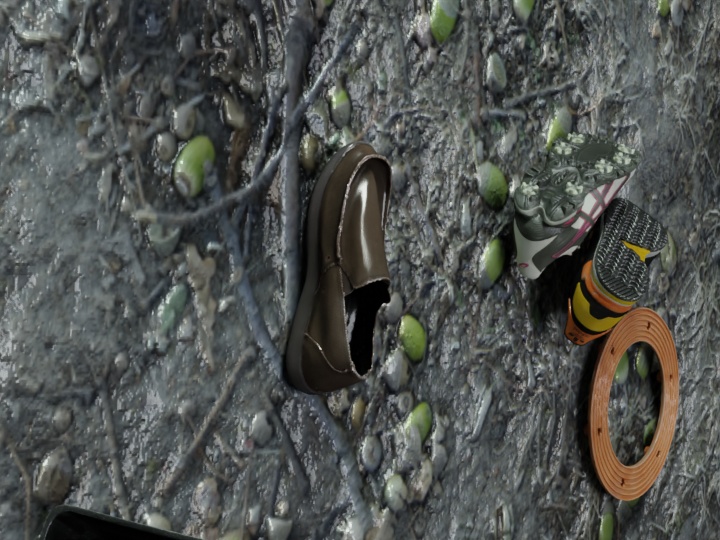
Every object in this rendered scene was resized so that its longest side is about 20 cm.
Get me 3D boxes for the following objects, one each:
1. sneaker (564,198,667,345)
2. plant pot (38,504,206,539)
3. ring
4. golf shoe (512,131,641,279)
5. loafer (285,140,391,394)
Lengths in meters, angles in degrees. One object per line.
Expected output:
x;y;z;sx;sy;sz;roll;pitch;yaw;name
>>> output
0.238;0.001;1.655;0.090;0.070;0.200;-53;-179;30;sneaker
-0.110;0.287;1.111;0.177;0.198;0.201;46;57;-60;plant pot
0.281;0.138;1.770;0.200;0.019;0.202;-8;100;-53;ring
0.196;-0.068;1.602;0.200;0.077;0.089;-35;143;-47;golf shoe
0.000;0.000;1.319;0.073;0.071;0.201;17;80;-54;loafer
